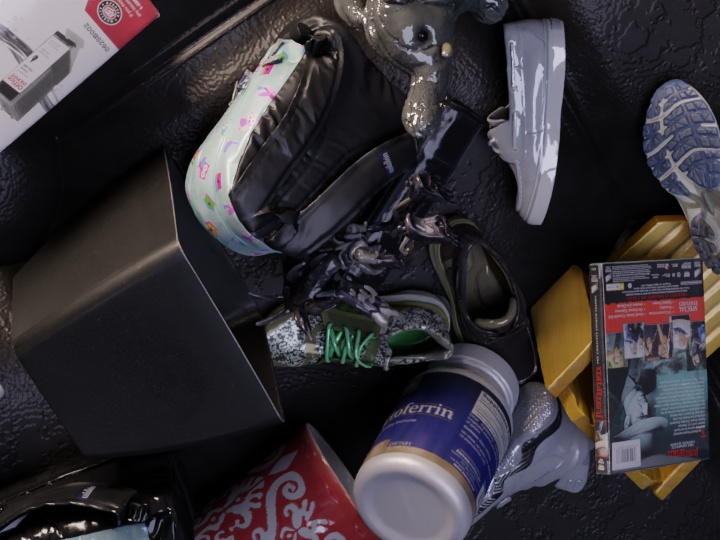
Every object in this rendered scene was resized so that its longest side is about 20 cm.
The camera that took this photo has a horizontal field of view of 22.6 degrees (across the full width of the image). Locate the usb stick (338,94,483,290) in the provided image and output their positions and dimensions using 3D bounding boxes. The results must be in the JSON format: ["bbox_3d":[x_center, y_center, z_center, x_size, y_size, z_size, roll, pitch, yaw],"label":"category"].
[{"bbox_3d":[0.047,-0.072,1.697,0.055,0.033,0.200,25,102,-34],"label":"usb stick"}]

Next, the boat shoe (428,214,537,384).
[{"bbox_3d":[0.125,0.040,1.754,0.073,0.065,0.200,-33,120,-5],"label":"boat shoe"}]

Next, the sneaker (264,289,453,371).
[{"bbox_3d":[0.000,0.063,1.703,0.199,0.089,0.077,-7,113,-13],"label":"sneaker"}]

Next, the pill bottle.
[{"bbox_3d":[0.078,0.164,1.707,0.115,0.200,0.116,12,128,17],"label":"pill bottle"}]

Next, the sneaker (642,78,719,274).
[{"bbox_3d":[0.337,-0.095,1.776,0.077,0.085,0.201,-17,99,23],"label":"sneaker"}]

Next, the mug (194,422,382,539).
[{"bbox_3d":[-0.083,0.275,1.739,0.200,0.133,0.178,-34,104,1],"label":"mug"}]

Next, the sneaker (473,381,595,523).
[{"bbox_3d":[0.160,0.210,1.833,0.115,0.075,0.200,26,110,-35],"label":"sneaker"}]

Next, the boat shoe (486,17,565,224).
[{"bbox_3d":[0.153,-0.139,1.690,0.068,0.072,0.201,3,120,2],"label":"boat shoe"}]

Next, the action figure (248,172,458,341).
[{"bbox_3d":[0.000,0.000,1.617,0.200,0.119,0.102,-32,135,23],"label":"action figure"}]

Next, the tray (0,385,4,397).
[{"bbox_3d":[-0.409,0.078,1.555,0.107,0.022,0.200,-39,119,0],"label":"tray"}]

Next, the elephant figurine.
[{"bbox_3d":[0.048,-0.234,1.536,0.200,0.155,0.142,-43,146,-38],"label":"elephant figurine"}]

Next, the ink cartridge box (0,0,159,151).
[{"bbox_3d":[-0.291,-0.207,1.484,0.200,0.083,0.147,-41,120,0],"label":"ink cartridge box"}]

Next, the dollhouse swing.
[{"bbox_3d":[0.301,0.080,1.786,0.176,0.182,0.200,-34,121,20],"label":"dollhouse swing"}]

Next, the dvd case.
[{"bbox_3d":[0.280,0.090,1.735,0.146,0.022,0.201,-4,91,-38],"label":"dvd case"}]

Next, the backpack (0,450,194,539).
[{"bbox_3d":[-0.254,0.244,1.644,0.199,0.167,0.127,-15,105,0],"label":"backpack"}]

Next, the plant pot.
[{"bbox_3d":[-0.197,0.046,1.577,0.177,0.200,0.200,-25,119,5],"label":"plant pot"}]

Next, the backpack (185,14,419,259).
[{"bbox_3d":[-0.057,-0.102,1.575,0.167,0.126,0.200,42,70,-22],"label":"backpack"}]
